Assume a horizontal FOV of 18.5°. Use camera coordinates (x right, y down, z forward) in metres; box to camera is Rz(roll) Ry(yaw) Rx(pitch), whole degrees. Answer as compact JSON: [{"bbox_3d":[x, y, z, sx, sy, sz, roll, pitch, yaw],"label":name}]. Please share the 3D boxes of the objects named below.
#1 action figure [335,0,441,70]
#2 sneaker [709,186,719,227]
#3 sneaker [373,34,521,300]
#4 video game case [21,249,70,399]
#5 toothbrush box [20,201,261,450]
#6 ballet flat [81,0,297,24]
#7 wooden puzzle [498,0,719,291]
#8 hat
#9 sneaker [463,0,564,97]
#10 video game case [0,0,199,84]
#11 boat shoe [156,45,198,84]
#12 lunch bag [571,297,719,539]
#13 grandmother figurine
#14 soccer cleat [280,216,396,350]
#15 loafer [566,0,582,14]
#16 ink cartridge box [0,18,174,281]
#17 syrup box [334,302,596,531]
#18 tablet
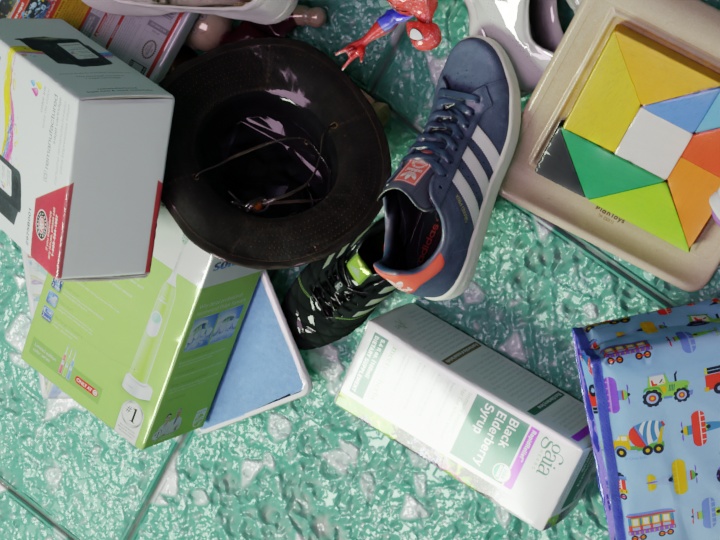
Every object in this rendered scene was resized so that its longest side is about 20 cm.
[{"bbox_3d":[-0.010,-0.239,1.686,0.099,0.065,0.200,-32,72,5],"label":"action figure"},{"bbox_3d":[0.352,-0.028,1.564,0.200,0.075,0.100,30,106,1],"label":"sneaker"},{"bbox_3d":[0.058,-0.078,1.624,0.075,0.084,0.200,11,92,42],"label":"sneaker"},{"bbox_3d":[-0.206,0.009,1.882,0.182,0.022,0.200,-3,99,26],"label":"video game case"},{"bbox_3d":[-0.174,0.019,1.790,0.146,0.086,0.200,33,118,25],"label":"toothbrush box"},{"bbox_3d":[-0.146,-0.230,1.710,0.200,0.069,0.070,10,104,21],"label":"ballet flat"},{"bbox_3d":[0.215,-0.101,1.613,0.185,0.037,0.200,27,116,0],"label":"wooden puzzle"},{"bbox_3d":[-0.072,-0.078,1.700,0.200,0.081,0.201,1,65,-2],"label":"hat"},{"bbox_3d":[0.103,-0.231,1.647,0.088,0.075,0.200,-20,101,54],"label":"sneaker"},{"bbox_3d":[-0.227,-0.224,1.783,0.200,0.017,0.143,32,97,19],"label":"video game case"},{"bbox_3d":[-0.170,-0.164,1.805,0.070,0.070,0.200,-37,74,20],"label":"boat shoe"},{"bbox_3d":[0.251,0.132,1.630,0.150,0.094,0.200,-11,105,-1],"label":"lunch bag"},{"bbox_3d":[-0.071,-0.163,1.763,0.200,0.061,0.121,35,87,14],"label":"grandmother figurine"},{"bbox_3d":[0.000,0.000,1.747,0.200,0.081,0.068,-37,83,27],"label":"soccer cleat"},{"bbox_3d":[0.227,-0.250,1.597,0.200,0.070,0.070,-26,97,28],"label":"loafer"},{"bbox_3d":[-0.230,-0.095,1.683,0.200,0.083,0.146,35,122,50],"label":"ink cartridge box"},{"bbox_3d":[0.090,0.112,1.726,0.200,0.081,0.079,31,113,19],"label":"syrup box"},{"bbox_3d":[-0.122,0.026,1.818,0.130,0.014,0.200,-23,88,35],"label":"tablet"}]
